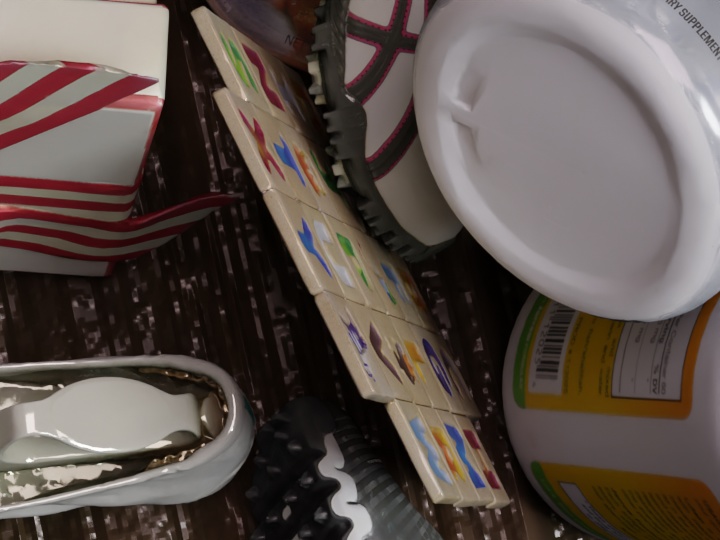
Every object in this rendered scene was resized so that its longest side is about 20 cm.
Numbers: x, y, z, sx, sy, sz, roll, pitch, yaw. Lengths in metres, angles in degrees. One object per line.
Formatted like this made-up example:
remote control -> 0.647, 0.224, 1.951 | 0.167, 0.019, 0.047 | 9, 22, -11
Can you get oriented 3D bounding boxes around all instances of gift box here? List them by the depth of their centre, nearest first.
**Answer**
gift box -> -0.133, -0.093, 0.898 | 0.199, 0.185, 0.188 | 3, 72, -4

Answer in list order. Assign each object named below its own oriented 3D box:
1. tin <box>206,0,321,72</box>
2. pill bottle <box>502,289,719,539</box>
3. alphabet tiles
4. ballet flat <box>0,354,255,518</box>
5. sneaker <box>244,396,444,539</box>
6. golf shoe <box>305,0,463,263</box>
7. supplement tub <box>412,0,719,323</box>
tin -> 0.034, -0.110, 0.977 | 0.199, 0.112, 0.042 | 21, 32, -20
pill bottle -> 0.137, 0.040, 0.905 | 0.110, 0.200, 0.112 | 0, 90, -25
alphabet tiles -> 0.000, 0.000, 0.905 | 0.006, 0.200, 0.167 | -28, 80, 8
ballet flat -> -0.129, 0.055, 0.919 | 0.199, 0.069, 0.070 | -7, 76, -15
sneaker -> 0.031, 0.130, 0.939 | 0.090, 0.067, 0.201 | -11, 66, -36
golf shoe -> 0.023, -0.091, 0.914 | 0.088, 0.201, 0.077 | -8, 34, 8
supplement tub -> 0.118, -0.083, 0.885 | 0.123, 0.123, 0.200 | 47, 54, 3
